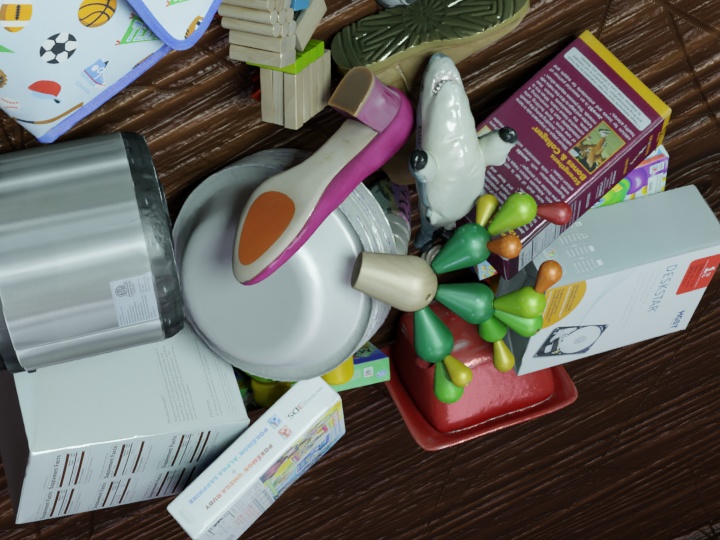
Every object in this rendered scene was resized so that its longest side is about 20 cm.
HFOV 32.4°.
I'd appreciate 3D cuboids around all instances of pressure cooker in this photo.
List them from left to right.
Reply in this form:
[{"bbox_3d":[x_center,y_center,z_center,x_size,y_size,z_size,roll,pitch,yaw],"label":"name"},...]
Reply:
[{"bbox_3d":[-0.249,-0.013,0.972,0.199,0.177,0.179,-13,178,-11],"label":"pressure cooker"}]

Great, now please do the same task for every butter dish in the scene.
[{"bbox_3d":[0.125,0.081,1.423,0.199,0.200,0.148,-16,127,-10],"label":"butter dish"}]

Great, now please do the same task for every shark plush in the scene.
[{"bbox_3d":[0.074,-0.086,1.037,0.091,0.083,0.200,-23,148,-7],"label":"shark plush"}]

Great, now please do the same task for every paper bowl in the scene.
[{"bbox_3d":[-0.076,0.002,1.078,0.201,0.201,0.104,-42,179,30],"label":"paper bowl"}]

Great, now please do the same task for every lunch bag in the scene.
[{"bbox_3d":[-0.183,-0.200,0.777,0.200,0.124,0.170,-35,150,3],"label":"lunch bag"}]

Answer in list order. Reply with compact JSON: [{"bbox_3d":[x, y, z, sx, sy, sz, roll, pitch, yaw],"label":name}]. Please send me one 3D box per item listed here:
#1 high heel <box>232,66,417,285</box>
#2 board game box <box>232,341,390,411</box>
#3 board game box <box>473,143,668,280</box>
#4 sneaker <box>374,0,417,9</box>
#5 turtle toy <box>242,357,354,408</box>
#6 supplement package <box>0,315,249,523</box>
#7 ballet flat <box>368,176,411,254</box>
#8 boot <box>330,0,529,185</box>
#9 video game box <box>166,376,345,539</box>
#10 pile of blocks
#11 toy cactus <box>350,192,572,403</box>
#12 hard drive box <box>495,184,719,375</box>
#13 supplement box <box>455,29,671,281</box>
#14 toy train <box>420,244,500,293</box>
[{"bbox_3d":[-0.023,-0.062,1.000,0.200,0.067,0.096,-53,145,3],"label":"high heel"},{"bbox_3d":[-0.086,0.103,1.338,0.199,0.135,0.029,-11,109,-21],"label":"board game box"},{"bbox_3d":[0.188,-0.090,1.223,0.199,0.105,0.103,-22,152,-2],"label":"board game box"},{"bbox_3d":[0.007,-0.220,0.896,0.200,0.075,0.116,-27,160,-21],"label":"sneaker"},{"bbox_3d":[-0.060,0.044,1.265,0.199,0.101,0.146,-17,112,-29],"label":"turtle toy"},{"bbox_3d":[-0.238,0.109,1.170,0.199,0.192,0.147,-6,148,-26],"label":"supplement package"},{"bbox_3d":[0.000,0.000,1.186,0.069,0.071,0.200,42,79,-33],"label":"ballet flat"},{"bbox_3d":[0.077,-0.163,1.076,0.175,0.066,0.200,-15,152,12],"label":"boot"},{"bbox_3d":[-0.093,0.189,1.194,0.182,0.047,0.200,-41,167,-11],"label":"video game box"},{"bbox_3d":[-0.075,-0.195,0.936,0.062,0.082,0.200,15,148,23],"label":"pile of blocks"},{"bbox_3d":[0.075,0.012,1.019,0.164,0.102,0.200,15,125,-12],"label":"toy cactus"},{"bbox_3d":[0.243,0.010,1.231,0.199,0.077,0.156,-15,146,-15],"label":"hard drive box"},{"bbox_3d":[0.167,-0.101,1.115,0.200,0.110,0.086,-41,164,-4],"label":"supplement box"},{"bbox_3d":[0.155,0.011,1.352,0.199,0.116,0.085,-18,147,-9],"label":"toy train"}]
